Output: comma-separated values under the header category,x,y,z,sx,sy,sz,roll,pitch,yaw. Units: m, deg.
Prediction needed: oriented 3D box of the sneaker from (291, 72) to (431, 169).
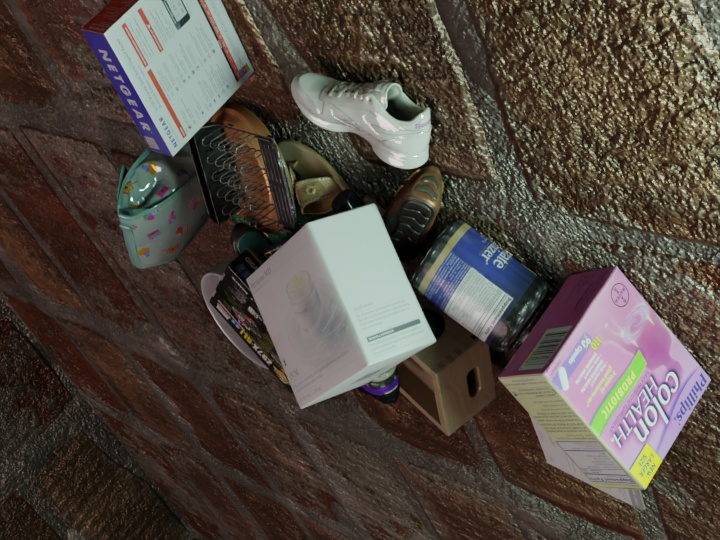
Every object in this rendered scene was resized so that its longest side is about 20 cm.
category,x,y,z,sx,sy,sz,roll,pitch,yaw
sneaker,0.005,-0.208,1.392,0.198,0.075,0.100,29,139,16

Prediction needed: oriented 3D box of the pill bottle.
category,x,y,z,sx,sy,sz,roll,pitch,yaw
pill bottle,0.172,0.033,1.474,0.199,0.112,0.112,36,155,9

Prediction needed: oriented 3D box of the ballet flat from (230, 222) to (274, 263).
category,x,y,z,sx,sy,sz,roll,pitch,yaw
ballet flat,-0.131,-0.004,1.747,0.201,0.068,0.068,53,175,-30

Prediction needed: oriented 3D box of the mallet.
category,x,y,z,sx,sy,sz,roll,pitch,yaw
mallet,-0.073,-0.061,1.606,0.198,0.041,0.066,-16,126,29

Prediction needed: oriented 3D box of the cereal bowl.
category,x,y,z,sx,sy,sz,roll,pitch,yaw
cereal bowl,-0.167,0.062,1.865,0.199,0.083,0.201,37,150,26

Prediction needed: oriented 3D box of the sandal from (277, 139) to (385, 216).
category,x,y,z,sx,sy,sz,roll,pitch,yaw
sandal,-0.055,-0.103,1.623,0.211,0.070,0.078,37,155,8

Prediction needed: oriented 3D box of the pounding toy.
category,x,y,z,sx,sy,sz,roll,pitch,yaw
pounding toy,0.129,0.110,1.665,0.184,0.141,0.201,40,157,37

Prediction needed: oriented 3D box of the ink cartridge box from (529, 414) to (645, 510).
category,x,y,z,sx,sy,sz,roll,pitch,yaw
ink cartridge box,0.327,0.216,1.572,0.174,0.084,0.201,24,150,41

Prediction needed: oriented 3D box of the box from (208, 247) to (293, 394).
category,x,y,z,sx,sy,sz,roll,pitch,yaw
box,-0.135,0.079,1.702,0.200,0.049,0.160,47,154,4

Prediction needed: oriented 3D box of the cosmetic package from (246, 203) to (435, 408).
category,x,y,z,sx,sy,sz,roll,pitch,yaw
cosmetic package,-0.032,0.050,1.514,0.199,0.122,0.202,-38,72,53

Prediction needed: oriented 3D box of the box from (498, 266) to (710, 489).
category,x,y,z,sx,sy,sz,roll,pitch,yaw
box,0.299,0.132,1.378,0.200,0.176,0.096,48,154,-15

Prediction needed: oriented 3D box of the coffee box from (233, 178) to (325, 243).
category,x,y,z,sx,sy,sz,roll,pitch,yaw
coffee box,-0.129,-0.083,1.789,0.199,0.044,0.124,1,132,55

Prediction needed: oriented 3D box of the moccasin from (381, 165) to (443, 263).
category,x,y,z,sx,sy,sz,roll,pitch,yaw
moccasin,0.061,-0.074,1.515,0.073,0.078,0.202,23,150,1

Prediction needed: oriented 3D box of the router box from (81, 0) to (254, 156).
category,x,y,z,sx,sy,sz,roll,pitch,yaw
router box,-0.243,-0.284,1.469,0.048,0.180,0.201,18,146,37

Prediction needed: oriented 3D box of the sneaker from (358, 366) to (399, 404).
category,x,y,z,sx,sy,sz,roll,pitch,yaw
sneaker,-0.003,0.134,1.701,0.200,0.069,0.100,46,163,48

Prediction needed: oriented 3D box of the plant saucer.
category,x,y,z,sx,sy,sz,roll,pitch,yaw
plant saucer,-0.168,-0.147,1.684,0.200,0.032,0.202,40,145,36

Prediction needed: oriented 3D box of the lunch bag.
category,x,y,z,sx,sy,sz,roll,pitch,yaw
lunch bag,-0.315,-0.114,1.818,0.121,0.201,0.171,33,155,13

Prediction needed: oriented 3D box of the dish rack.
category,x,y,z,sx,sy,sz,roll,pitch,yaw
dish rack,-0.164,-0.128,1.605,0.199,0.054,0.155,22,133,50
